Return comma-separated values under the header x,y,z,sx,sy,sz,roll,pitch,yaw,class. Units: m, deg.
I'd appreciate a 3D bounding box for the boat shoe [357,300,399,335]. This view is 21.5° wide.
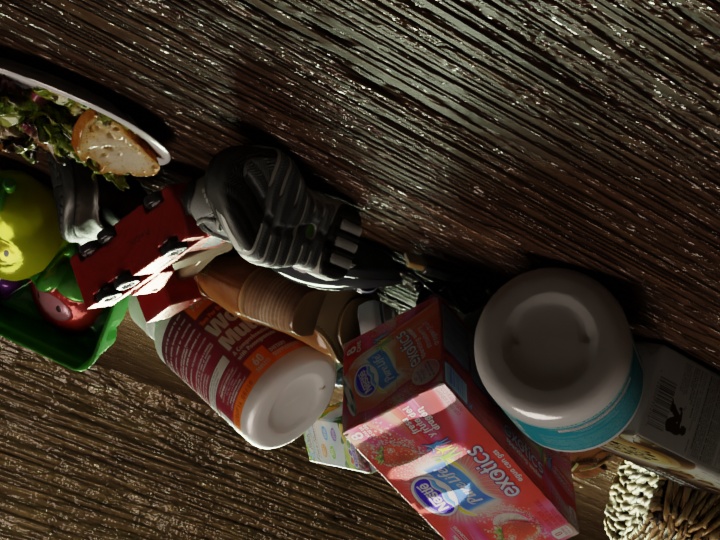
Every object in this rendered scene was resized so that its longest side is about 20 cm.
x,y,z,sx,sy,sz,roll,pitch,yaw,class
0.056,0.088,1.574,0.066,0.074,0.200,-16,139,11,boat shoe

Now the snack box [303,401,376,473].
x,y,z,sx,sy,sz,roll,pitch,yaw,class
0.061,0.137,1.816,0.199,0.053,0.142,-16,-175,-24,snack box

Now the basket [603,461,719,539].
x,y,z,sx,sy,sz,roll,pitch,yaw,class
0.324,0.213,1.765,0.148,0.144,0.200,20,171,-3,basket

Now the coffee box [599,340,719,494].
x,y,z,sx,sy,sz,roll,pitch,yaw,class
0.257,0.123,1.568,0.199,0.080,0.113,27,167,-39,coffee box

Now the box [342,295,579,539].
x,y,z,sx,sy,sz,roll,pitch,yaw,class
0.078,0.130,1.473,0.094,0.103,0.200,-27,126,22,box

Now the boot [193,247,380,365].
x,y,z,sx,sy,sz,roll,pitch,yaw,class
-0.079,0.021,1.690,0.155,0.077,0.200,24,-173,27,boot

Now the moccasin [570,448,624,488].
x,y,z,sx,sy,sz,roll,pitch,yaw,class
0.187,0.151,1.643,0.201,0.078,0.073,-13,-152,-40,moccasin

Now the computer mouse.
x,y,z,sx,sy,sz,roll,pitch,yaw,class
0.000,0.000,1.477,0.199,0.046,0.140,22,171,-19,computer mouse

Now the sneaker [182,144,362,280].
x,y,z,sx,sy,sz,roll,pitch,yaw,class
-0.087,-0.044,1.318,0.115,0.075,0.200,17,172,26,sneaker

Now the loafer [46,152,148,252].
x,y,z,sx,sy,sz,roll,pitch,yaw,class
-0.205,-0.058,1.535,0.071,0.073,0.200,-12,169,-1,loafer

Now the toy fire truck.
x,y,z,sx,sy,sz,roll,pitch,yaw,class
-0.152,-0.013,1.523,0.141,0.049,0.200,-9,163,-47,toy fire truck

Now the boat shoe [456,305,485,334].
x,y,z,sx,sy,sz,roll,pitch,yaw,class
0.124,0.075,1.575,0.071,0.070,0.200,8,172,45,boat shoe

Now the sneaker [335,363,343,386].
x,y,z,sx,sy,sz,roll,pitch,yaw,class
-0.077,0.091,1.909,0.199,0.078,0.085,-9,-158,-31,sneaker

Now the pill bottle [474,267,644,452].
x,y,z,sx,sy,sz,roll,pitch,yaw,class
0.150,0.072,1.394,0.110,0.111,0.200,16,170,16,pill bottle

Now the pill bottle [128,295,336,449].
x,y,z,sx,sy,sz,roll,pitch,yaw,class
-0.123,0.068,1.775,0.200,0.110,0.109,39,-177,32,pill bottle

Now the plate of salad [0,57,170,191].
x,y,z,sx,sy,sz,roll,pitch,yaw,class
-0.231,-0.104,1.335,0.199,0.048,0.200,18,171,3,plate of salad

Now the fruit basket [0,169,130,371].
x,y,z,sx,sy,sz,roll,pitch,yaw,class
-0.313,-0.012,1.759,0.215,0.156,0.216,22,-177,-1,fruit basket
